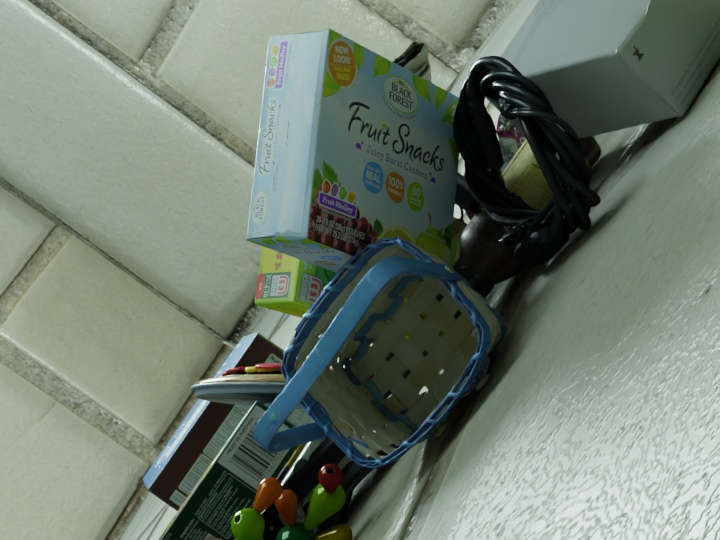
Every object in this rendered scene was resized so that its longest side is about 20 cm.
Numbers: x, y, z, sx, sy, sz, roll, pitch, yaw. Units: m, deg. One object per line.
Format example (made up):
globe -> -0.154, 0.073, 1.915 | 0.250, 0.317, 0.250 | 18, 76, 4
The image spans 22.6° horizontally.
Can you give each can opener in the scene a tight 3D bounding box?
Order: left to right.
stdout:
can opener -> -0.014, 0.161, 1.524 | 0.200, 0.063, 0.079 | -53, 5, 17

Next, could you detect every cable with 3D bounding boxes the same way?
cable -> 0.129, -0.095, 1.427 | 0.051, 0.163, 0.200 | -19, -14, -13

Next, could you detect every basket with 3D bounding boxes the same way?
basket -> 0.017, 0.060, 1.366 | 0.176, 0.139, 0.200 | -52, -25, 20

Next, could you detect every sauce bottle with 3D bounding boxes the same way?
sauce bottle -> 0.129, -0.040, 1.547 | 0.200, 0.065, 0.065 | -54, 5, -7

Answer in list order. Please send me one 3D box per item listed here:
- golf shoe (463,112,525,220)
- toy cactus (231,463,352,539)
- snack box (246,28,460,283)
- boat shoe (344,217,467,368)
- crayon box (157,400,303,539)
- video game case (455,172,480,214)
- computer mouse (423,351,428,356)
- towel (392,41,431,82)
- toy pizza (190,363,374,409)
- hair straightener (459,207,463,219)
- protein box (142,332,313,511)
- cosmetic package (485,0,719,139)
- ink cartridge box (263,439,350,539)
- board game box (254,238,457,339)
golf shoe -> 0.164, -0.108, 1.756 | 0.091, 0.075, 0.200 | -20, -23, -32
toy cactus -> -0.073, 0.254, 1.434 | 0.200, 0.102, 0.165 | -58, -13, -21
snack box -> 0.000, -0.084, 1.450 | 0.068, 0.200, 0.169 | -1, 76, 34
boat shoe -> 0.040, 0.028, 1.771 | 0.200, 0.076, 0.072 | -51, -21, -15
crayon box -> -0.122, 0.211, 1.560 | 0.200, 0.058, 0.173 | -55, -2, -6
video game case -> 0.069, -0.090, 1.648 | 0.019, 0.143, 0.200 | -56, -16, 7
computer mouse -> 0.064, -0.001, 1.685 | 0.141, 0.046, 0.200 | -59, 33, 13
towel -> 0.022, -0.099, 1.774 | 0.193, 0.035, 0.200 | -45, -37, -26
toy pizza -> -0.050, 0.101, 1.596 | 0.200, 0.200, 0.032 | 146, 128, -76
hair straightener -> 0.058, -0.007, 1.835 | 0.041, 0.077, 0.200 | 38, 120, 52
protein box -> -0.123, 0.187, 1.950 | 0.200, 0.135, 0.199 | -55, 5, -8
cosmetic package -> 0.198, -0.174, 1.445 | 0.113, 0.081, 0.200 | -55, 22, -19
ink cartridge box -> -0.076, 0.235, 1.695 | 0.200, 0.050, 0.109 | -57, 6, -19
board game box -> 0.000, 0.000, 1.542 | 0.048, 0.200, 0.102 | -4, 74, 41
